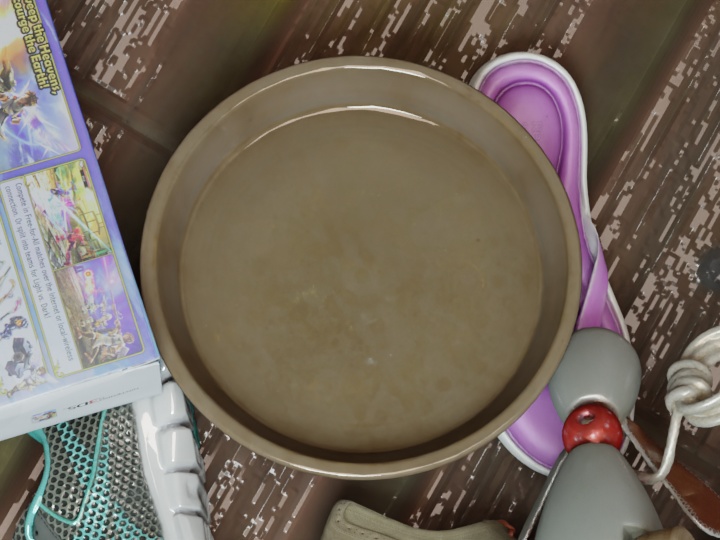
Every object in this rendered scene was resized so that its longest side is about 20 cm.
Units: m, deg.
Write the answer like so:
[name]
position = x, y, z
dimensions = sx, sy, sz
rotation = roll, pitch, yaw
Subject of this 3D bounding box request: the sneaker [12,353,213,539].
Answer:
[sneaker]
position = -0.110, 0.129, 1.314
dimensions = 0.091, 0.078, 0.201
rotation = -11, 67, 1

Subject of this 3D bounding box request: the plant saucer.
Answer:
[plant saucer]
position = 0.000, 0.000, 1.321
dimensions = 0.199, 0.029, 0.201
rotation = 1, 71, -3

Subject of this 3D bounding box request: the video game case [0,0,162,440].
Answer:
[video game case]
position = -0.201, -0.014, 1.306
dimensions = 0.180, 0.046, 0.201
rotation = -17, 68, -7

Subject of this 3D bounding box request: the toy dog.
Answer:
[toy dog]
position = 0.114, 0.119, 1.270
dimensions = 0.200, 0.131, 0.097
rotation = -58, 136, -40

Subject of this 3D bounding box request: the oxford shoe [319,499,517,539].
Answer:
[oxford shoe]
position = 0.074, 0.149, 1.339
dimensions = 0.199, 0.070, 0.075
rotation = 14, 65, -13

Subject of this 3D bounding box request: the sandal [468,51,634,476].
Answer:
[sandal]
position = 0.081, -0.002, 1.362
dimensions = 0.082, 0.050, 0.204
rotation = -10, 86, -7
